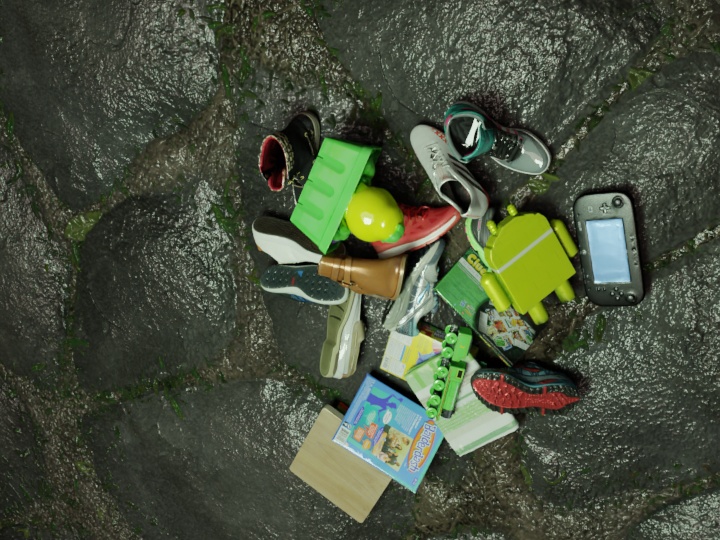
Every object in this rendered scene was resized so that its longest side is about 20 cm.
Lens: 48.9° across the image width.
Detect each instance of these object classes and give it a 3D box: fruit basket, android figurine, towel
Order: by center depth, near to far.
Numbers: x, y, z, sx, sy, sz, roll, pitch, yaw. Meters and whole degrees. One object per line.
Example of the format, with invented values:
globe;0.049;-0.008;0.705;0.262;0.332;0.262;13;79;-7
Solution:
android figurine;0.286;-0.014;1.350;0.181;0.041;0.202;-38;104;-6
fruit basket;-0.003;-0.119;1.404;0.209;0.155;0.222;1;99;9
towel;0.193;0.245;1.514;0.148;0.031;0.202;-31;99;25

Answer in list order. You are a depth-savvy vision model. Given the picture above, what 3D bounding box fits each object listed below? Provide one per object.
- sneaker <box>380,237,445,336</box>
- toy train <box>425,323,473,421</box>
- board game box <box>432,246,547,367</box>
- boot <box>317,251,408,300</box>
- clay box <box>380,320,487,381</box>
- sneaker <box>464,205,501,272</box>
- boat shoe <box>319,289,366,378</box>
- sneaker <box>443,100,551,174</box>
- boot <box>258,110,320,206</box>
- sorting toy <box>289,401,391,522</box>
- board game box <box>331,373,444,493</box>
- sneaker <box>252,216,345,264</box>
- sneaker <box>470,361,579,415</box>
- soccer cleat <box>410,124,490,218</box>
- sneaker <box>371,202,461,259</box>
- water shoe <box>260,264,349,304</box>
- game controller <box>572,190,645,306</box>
sneaker;0.116;0.031;1.483;0.085;0.078;0.203;26;105;-10
toy train;0.165;0.192;1.466;0.055;0.042;0.205;12;114;1
board game box;0.235;0.066;1.441;0.105;0.023;0.200;-44;88;-5
boot;0.000;0.000;1.442;0.151;0.075;0.200;20;159;-7
clay box;0.145;0.176;1.545;0.196;0.048;0.117;24;119;12
sneaker;0.263;-0.025;1.393;0.083;0.077;0.202;-34;95;35
boat shoe;-0.026;0.116;1.587;0.075;0.067;0.205;35;113;59
sneaker;0.219;-0.211;1.310;0.197;0.121;0.085;29;120;10
boot;-0.125;-0.179;1.462;0.071;0.151;0.205;11;116;19
sorting toy;-0.025;0.403;1.703;0.198;0.070;0.201;34;120;8
board game box;0.062;0.327;1.599;0.197;0.045;0.154;30;83;9
sneaker;-0.119;-0.046;1.574;0.195;0.074;0.086;19;141;15
sneaker;0.297;0.213;1.457;0.194;0.096;0.081;9;113;3
soccer cleat;0.146;-0.172;1.366;0.069;0.084;0.202;-43;75;32
sneaker;0.085;-0.100;1.443;0.197;0.078;0.117;-28;99;29
water shoe;-0.104;0.029;1.588;0.195;0.079;0.073;12;76;23
game controller;0.420;-0.035;1.337;0.102;0.042;0.205;-6;108;26
